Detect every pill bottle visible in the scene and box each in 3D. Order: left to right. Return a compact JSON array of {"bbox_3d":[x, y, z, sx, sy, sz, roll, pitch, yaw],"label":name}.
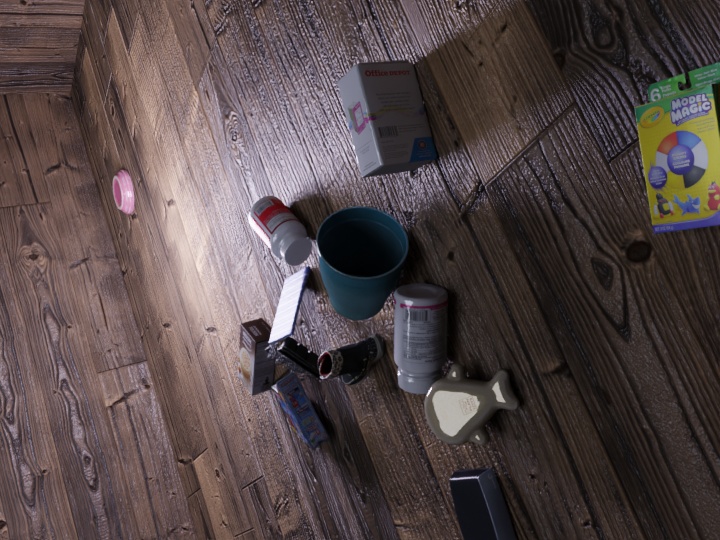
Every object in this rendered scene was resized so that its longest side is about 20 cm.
[{"bbox_3d":[-0.213,-0.105,1.864,0.200,0.110,0.114,47,135,39],"label":"pill bottle"},{"bbox_3d":[0.123,0.139,1.424,0.112,0.111,0.206,21,116,52],"label":"pill bottle"}]

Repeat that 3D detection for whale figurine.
[{"bbox_3d":[0.221,0.257,1.348,0.198,0.103,0.163,-30,74,30],"label":"whale figurine"}]

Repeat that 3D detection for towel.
[{"bbox_3d":[-0.190,0.096,1.883,0.144,0.023,0.205,-29,43,54],"label":"towel"}]

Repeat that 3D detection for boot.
[{"bbox_3d":[-0.044,0.229,1.668,0.075,0.151,0.204,62,143,22],"label":"boot"}]

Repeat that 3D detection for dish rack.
[{"bbox_3d":[-0.186,0.251,1.913,0.152,0.055,0.199,38,150,-16],"label":"dish rack"}]

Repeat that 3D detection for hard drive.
[{"bbox_3d":[0.249,0.509,1.407,0.134,0.042,0.205,-28,76,56],"label":"hard drive"}]

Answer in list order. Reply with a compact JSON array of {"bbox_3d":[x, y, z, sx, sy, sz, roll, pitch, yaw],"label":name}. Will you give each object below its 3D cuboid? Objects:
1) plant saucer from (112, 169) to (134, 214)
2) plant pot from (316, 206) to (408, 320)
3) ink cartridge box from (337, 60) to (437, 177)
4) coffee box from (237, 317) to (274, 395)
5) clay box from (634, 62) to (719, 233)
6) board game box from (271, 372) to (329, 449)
[{"bbox_3d":[-1.094,-0.360,3.186,0.199,0.050,0.206,23,118,51],"label":"plant saucer"},{"bbox_3d":[0.000,0.000,1.517,0.201,0.196,0.190,53,154,33],"label":"plant pot"},{"bbox_3d":[0.053,-0.300,1.369,0.084,0.142,0.205,-18,85,57],"label":"ink cartridge box"},{"bbox_3d":[-0.326,0.271,2.178,0.114,0.078,0.205,38,130,44],"label":"coffee box"},{"bbox_3d":[0.434,-0.159,0.919,0.114,0.047,0.206,-8,94,57],"label":"clay box"},{"bbox_3d":[-0.183,0.377,1.958,0.204,0.061,0.199,66,162,-13],"label":"board game box"}]
